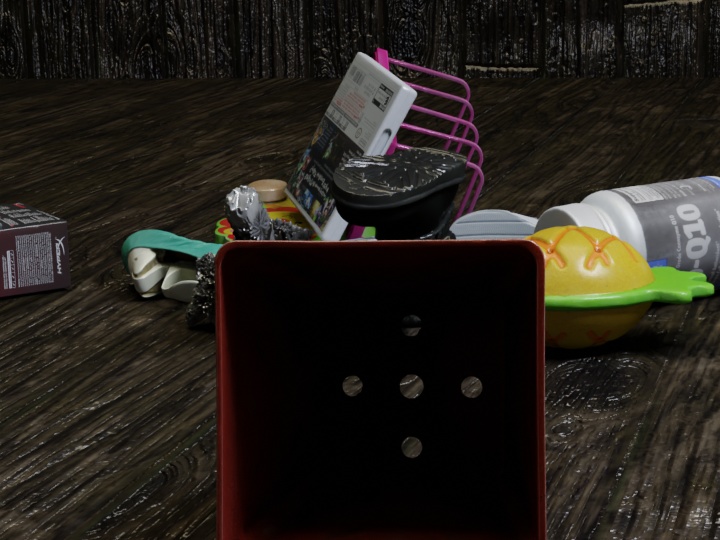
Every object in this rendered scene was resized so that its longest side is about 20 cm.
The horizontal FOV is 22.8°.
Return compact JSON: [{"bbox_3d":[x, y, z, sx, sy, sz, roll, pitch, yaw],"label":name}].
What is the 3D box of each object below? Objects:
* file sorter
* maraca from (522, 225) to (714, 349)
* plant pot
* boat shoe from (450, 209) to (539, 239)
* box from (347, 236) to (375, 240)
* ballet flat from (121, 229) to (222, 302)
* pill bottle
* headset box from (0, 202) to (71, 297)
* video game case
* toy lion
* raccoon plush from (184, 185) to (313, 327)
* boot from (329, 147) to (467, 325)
[{"bbox_3d":[0.059,-0.126,1.997,0.125,0.140,0.201,14,34,-12],"label":"file sorter"},{"bbox_3d":[0.208,0.014,1.573,0.198,0.108,0.137,-1,14,2],"label":"maraca"},{"bbox_3d":[0.024,0.081,1.145,0.199,0.201,0.176,0,1,9],"label":"plant pot"},{"bbox_3d":[0.187,-0.018,1.857,0.199,0.072,0.062,9,-9,28],"label":"boat shoe"},{"bbox_3d":[0.000,0.000,1.829,0.199,0.041,0.156,-7,13,-27],"label":"box"},{"bbox_3d":[-0.190,0.000,1.813,0.199,0.068,0.070,6,28,39],"label":"ballet flat"},{"bbox_3d":[0.272,-0.025,1.731,0.199,0.115,0.114,-9,14,-29],"label":"pill bottle"},{"bbox_3d":[-0.425,-0.016,1.885,0.199,0.076,0.148,-9,14,-29],"label":"headset box"},{"bbox_3d":[-0.014,-0.135,1.934,0.023,0.183,0.200,26,9,-20],"label":"video game case"},{"bbox_3d":[-0.063,-0.047,2.027,0.198,0.069,0.192,-1,19,3],"label":"toy lion"},{"bbox_3d":[-0.121,-0.019,1.649,0.133,0.201,0.097,3,46,24],"label":"raccoon plush"},{"bbox_3d":[0.035,-0.023,1.658,0.079,0.159,0.211,18,18,28],"label":"boot"}]
